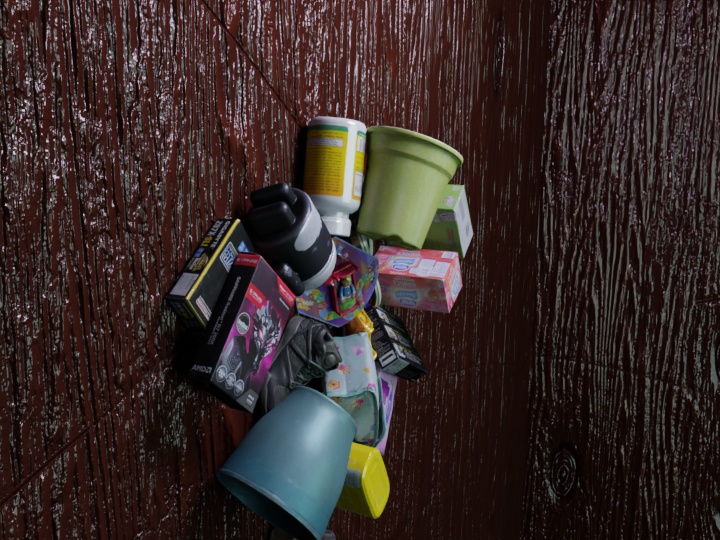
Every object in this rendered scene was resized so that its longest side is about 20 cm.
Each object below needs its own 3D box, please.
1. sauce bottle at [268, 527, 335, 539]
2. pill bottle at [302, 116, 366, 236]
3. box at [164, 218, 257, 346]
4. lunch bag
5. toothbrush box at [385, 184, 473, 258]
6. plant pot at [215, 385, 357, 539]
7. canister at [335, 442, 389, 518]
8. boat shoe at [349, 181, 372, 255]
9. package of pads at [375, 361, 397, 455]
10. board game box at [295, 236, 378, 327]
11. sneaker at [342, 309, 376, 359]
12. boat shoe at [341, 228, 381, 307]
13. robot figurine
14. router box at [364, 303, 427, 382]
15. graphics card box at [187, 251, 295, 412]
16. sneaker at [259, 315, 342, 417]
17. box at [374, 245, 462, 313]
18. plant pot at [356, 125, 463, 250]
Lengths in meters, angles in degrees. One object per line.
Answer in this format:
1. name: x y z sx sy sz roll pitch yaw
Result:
1. sauce bottle: -0.105 0.524 1.332 0.199 0.064 0.068 37 62 -58
2. pill bottle: -0.050 -0.168 1.259 0.112 0.110 0.207 2 93 -63
3. box: -0.203 0.047 1.064 0.203 0.048 0.162 68 35 -43
4. lunch bag: -0.013 0.257 1.366 0.172 0.118 0.205 -97 179 -55
5. toothbrush box: 0.147 -0.117 1.573 0.087 0.195 0.148 -62 145 -38
6. plant pot: -0.103 0.305 1.118 0.190 0.196 0.203 -56 143 -29
7. canister: -0.054 0.368 1.256 0.087 0.195 0.151 -55 141 -41
8. boat shoe: -0.015 -0.102 1.404 0.073 0.059 0.206 -122 -162 -48
9. package of pads: 0.022 0.308 1.537 0.120 0.074 0.206 35 64 -62
10. board game box: -0.033 0.034 1.313 0.198 0.039 0.161 25 96 -45
11. sneaker: -0.008 0.099 1.430 0.073 0.075 0.205 -42 122 -51
12. boat shoe: 0.000 0.000 1.407 0.076 0.061 0.203 -110 -179 -46
13. robot figurine: -0.117 -0.053 1.140 0.152 0.123 0.201 -53 143 -18
14. router box: 0.072 0.164 1.554 0.199 0.050 0.152 35 25 -60
15. graphics card box: -0.173 0.093 1.027 0.126 0.050 0.204 56 48 -52
16. sneaker: -0.104 0.179 1.219 0.203 0.111 0.077 -66 146 -29
17. box: 0.120 0.019 1.544 0.103 0.195 0.097 -55 141 -44
18. plant pot: 0.076 -0.145 1.294 0.199 0.196 0.190 22 85 -62
